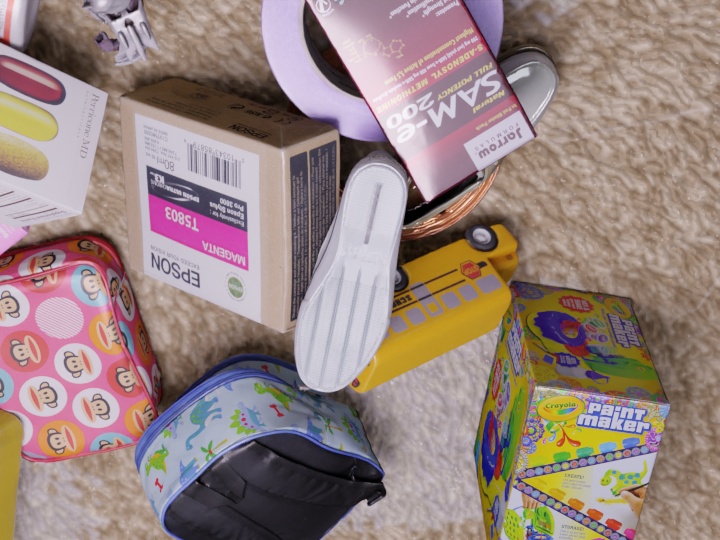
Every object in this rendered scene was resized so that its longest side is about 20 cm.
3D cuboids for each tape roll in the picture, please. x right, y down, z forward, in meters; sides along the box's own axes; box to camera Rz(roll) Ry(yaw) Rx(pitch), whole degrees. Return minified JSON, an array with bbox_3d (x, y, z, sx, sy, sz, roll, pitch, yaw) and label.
[{"bbox_3d":[0.017,-0.213,1.300,0.197,0.085,0.203,0,106,-2],"label":"tape roll"}]

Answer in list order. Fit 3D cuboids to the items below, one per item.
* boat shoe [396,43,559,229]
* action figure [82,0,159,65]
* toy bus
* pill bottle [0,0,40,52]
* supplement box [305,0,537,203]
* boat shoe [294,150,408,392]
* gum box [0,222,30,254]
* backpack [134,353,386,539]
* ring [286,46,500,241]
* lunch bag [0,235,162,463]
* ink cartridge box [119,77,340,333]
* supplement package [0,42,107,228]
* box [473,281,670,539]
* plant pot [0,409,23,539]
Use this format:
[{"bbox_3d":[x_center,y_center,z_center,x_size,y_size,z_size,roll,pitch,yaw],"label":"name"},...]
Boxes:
[{"bbox_3d":[0.097,-0.108,1.355,0.075,0.069,0.200,39,107,-18],"label":"boat shoe"},{"bbox_3d":[-0.197,-0.232,1.234,0.068,0.201,0.132,-11,115,4],"label":"action figure"},{"bbox_3d":[0.062,0.029,1.375,0.199,0.079,0.065,-23,152,-33],"label":"toy bus"},{"bbox_3d":[-0.360,-0.250,1.271,0.197,0.113,0.113,13,114,-7],"label":"pill bottle"},{"bbox_3d":[0.045,-0.169,1.239,0.108,0.061,0.201,-30,106,7],"label":"supplement box"},{"bbox_3d":[0.000,0.000,1.273,0.073,0.067,0.202,20,108,-2],"label":"boat shoe"},{"bbox_3d":[-0.394,-0.083,1.371,0.113,0.066,0.200,-36,111,12],"label":"gum box"},{"bbox_3d":[-0.104,0.171,1.433,0.183,0.148,0.199,-41,142,15],"label":"backpack"},{"bbox_3d":[0.030,-0.120,1.395,0.197,0.019,0.203,-1,114,-1],"label":"ring"},{"bbox_3d":[-0.286,0.079,1.443,0.174,0.082,0.202,-13,115,5],"label":"lunch bag"},{"bbox_3d":[-0.112,-0.058,1.329,0.199,0.075,0.167,20,120,36],"label":"ink cartridge box"},{"bbox_3d":[-0.323,-0.122,1.272,0.199,0.115,0.109,22,160,-40],"label":"supplement package"},{"bbox_3d":[0.185,0.146,1.424,0.120,0.201,0.195,8,114,-5],"label":"box"},{"bbox_3d":[-0.444,0.224,1.418,0.198,0.176,0.202,18,117,17],"label":"plant pot"}]
